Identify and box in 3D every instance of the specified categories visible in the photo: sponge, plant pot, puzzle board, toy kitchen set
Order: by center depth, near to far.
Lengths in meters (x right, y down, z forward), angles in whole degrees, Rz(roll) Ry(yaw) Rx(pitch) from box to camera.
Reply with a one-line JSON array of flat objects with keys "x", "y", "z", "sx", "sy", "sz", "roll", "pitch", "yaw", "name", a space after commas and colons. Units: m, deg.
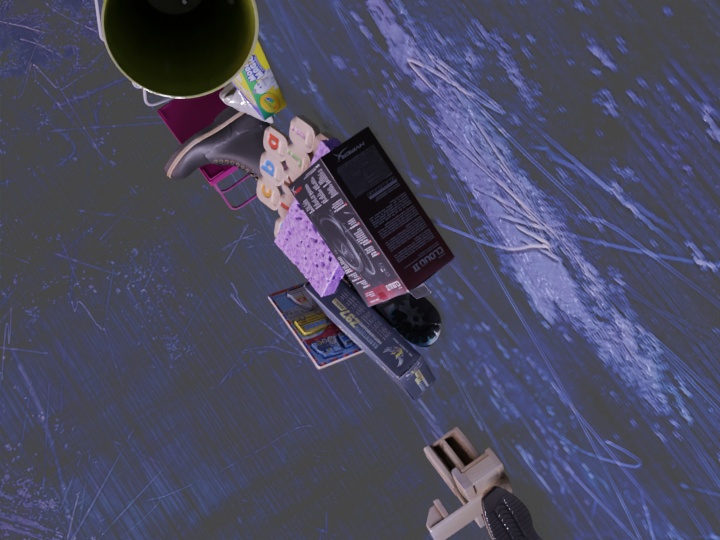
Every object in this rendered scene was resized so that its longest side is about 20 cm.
[{"x": -0.230, "y": -0.341, "z": 1.454, "sx": 0.187, "sy": 0.187, "sz": 0.200, "roll": 60, "pitch": -174, "yaw": -30, "name": "plant pot"}, {"x": -0.043, "y": -0.067, "z": 1.506, "sx": 0.112, "sy": 0.030, "sz": 0.200, "roll": 50, "pitch": 137, "yaw": 21, "name": "sponge"}, {"x": -0.023, "y": 0.063, "z": 1.788, "sx": 0.151, "sy": 0.200, "sz": 0.017, "roll": 53, "pitch": 143, "yaw": 26, "name": "puzzle board"}, {"x": 0.150, "y": 0.365, "z": 2.041, "sx": 0.181, "sy": 0.163, "sz": 0.200, "roll": 51, "pitch": 171, "yaw": 32, "name": "toy kitchen set"}]

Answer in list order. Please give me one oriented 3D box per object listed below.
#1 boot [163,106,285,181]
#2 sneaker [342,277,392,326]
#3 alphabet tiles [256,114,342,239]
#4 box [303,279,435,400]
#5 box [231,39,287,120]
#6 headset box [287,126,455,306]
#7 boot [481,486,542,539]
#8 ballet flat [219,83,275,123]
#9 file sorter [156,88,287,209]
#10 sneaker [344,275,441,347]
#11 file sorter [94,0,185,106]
[{"x": -0.222, "y": -0.182, "z": 1.935, "sx": 0.138, "sy": 0.200, "sz": 0.077, "roll": 53, "pitch": -161, "yaw": 1, "name": "boot"}, {"x": 0.000, "y": 0.000, "z": 1.747, "sx": 0.200, "sy": 0.078, "sz": 0.082, "roll": 57, "pitch": 174, "yaw": -12, "name": "sneaker"}, {"x": -0.070, "y": -0.104, "z": 1.554, "sx": 0.196, "sy": 0.015, "sz": 0.200, "roll": 37, "pitch": 132, "yaw": 32, "name": "alphabet tiles"}, {"x": 0.016, "y": 0.092, "z": 1.658, "sx": 0.200, "sy": 0.051, "sz": 0.158, "roll": 43, "pitch": 174, "yaw": 20, "name": "box"}, {"x": -0.175, "y": -0.316, "z": 1.617, "sx": 0.117, "sy": 0.048, "sz": 0.200, "roll": 50, "pitch": 169, "yaw": 35, "name": "box"}, {"x": 0.015, "y": -0.050, "z": 1.340, "sx": 0.200, "sy": 0.077, "sz": 0.149, "roll": 55, "pitch": 161, "yaw": -2, "name": "headset box"}, {"x": 0.246, "y": 0.442, "z": 1.991, "sx": 0.200, "sy": 0.077, "sz": 0.138, "roll": 58, "pitch": 167, "yaw": -19, "name": "boot"}, {"x": -0.204, "y": -0.302, "z": 1.791, "sx": 0.200, "sy": 0.069, "sz": 0.069, "roll": 60, "pitch": 171, "yaw": -33, "name": "ballet flat"}, {"x": -0.244, "y": -0.231, "z": 2.074, "sx": 0.200, "sy": 0.139, "sz": 0.125, "roll": 52, "pitch": 173, "yaw": 29, "name": "file sorter"}, {"x": 0.041, "y": 0.036, "z": 1.651, "sx": 0.200, "sy": 0.078, "sz": 0.086, "roll": 53, "pitch": 176, "yaw": 19, "name": "sneaker"}, {"x": -0.370, "y": -0.411, "z": 2.024, "sx": 0.200, "sy": 0.124, "sz": 0.139, "roll": 52, "pitch": 154, "yaw": 28, "name": "file sorter"}]
